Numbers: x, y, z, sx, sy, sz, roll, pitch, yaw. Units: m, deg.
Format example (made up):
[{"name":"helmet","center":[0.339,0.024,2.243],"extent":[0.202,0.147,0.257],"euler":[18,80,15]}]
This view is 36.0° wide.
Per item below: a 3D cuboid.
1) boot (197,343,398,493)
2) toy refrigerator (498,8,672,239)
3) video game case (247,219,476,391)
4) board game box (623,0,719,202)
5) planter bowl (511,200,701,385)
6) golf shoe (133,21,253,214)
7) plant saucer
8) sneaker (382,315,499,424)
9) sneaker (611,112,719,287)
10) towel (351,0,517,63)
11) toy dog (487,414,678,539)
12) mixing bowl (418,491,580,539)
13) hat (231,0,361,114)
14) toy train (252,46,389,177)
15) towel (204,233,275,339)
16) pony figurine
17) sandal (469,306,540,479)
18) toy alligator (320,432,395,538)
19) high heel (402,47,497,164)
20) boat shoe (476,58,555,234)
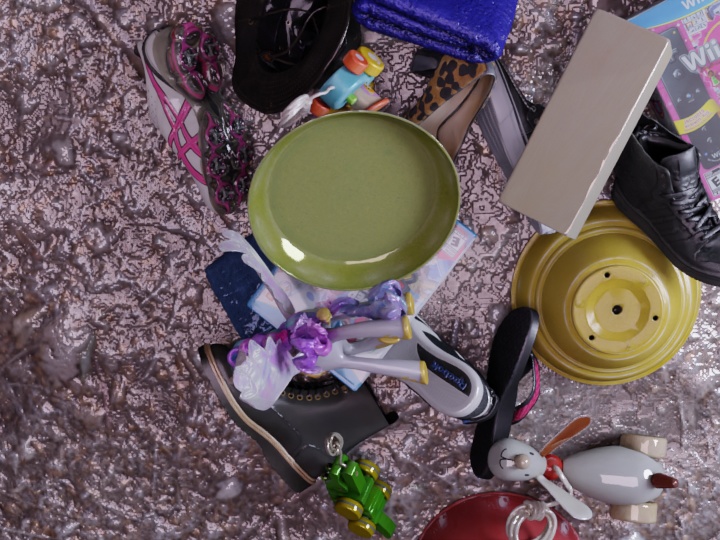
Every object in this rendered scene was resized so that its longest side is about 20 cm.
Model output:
[{"name":"boot","center":[-0.066,0.125,1.179],"extent":[0.138,0.077,0.200],"euler":[-34,117,5]},{"name":"toy refrigerator","center":[0.214,-0.135,1.049],"extent":[0.076,0.070,0.200],"euler":[28,97,17]},{"name":"video game case","center":[0.000,0.000,1.112],"extent":[0.143,0.018,0.200],"euler":[38,98,3]},{"name":"board game box","center":[0.364,-0.190,1.097],"extent":[0.147,0.064,0.200],"euler":[-27,97,8]},{"name":"planter bowl","center":[0.257,0.032,1.136],"extent":[0.200,0.083,0.201],"euler":[1,101,4]},{"name":"golf shoe","center":[-0.172,-0.154,1.145],"extent":[0.092,0.073,0.200],"euler":[-2,110,38]},{"name":"plant saucer","center":[-0.007,-0.069,1.043],"extent":[0.200,0.031,0.200],"euler":[-3,127,-4]},{"name":"sneaker","center":[0.060,0.094,1.169],"extent":[0.073,0.112,0.200],"euler":[-47,60,1]},{"name":"sneaker","center":[0.306,-0.077,1.080],"extent":[0.060,0.104,0.200],"euler":[-29,58,-25]},{"name":"towel","center":[0.084,-0.293,1.044],"extent":[0.148,0.050,0.200],"euler":[17,58,1]},{"name":"toy dog","center":[0.241,0.210,1.132],"extent":[0.200,0.096,0.132],"euler":[-12,86,-18]},{"name":"mixing bowl","center":[0.153,0.351,1.192],"extent":[0.200,0.108,0.200],"euler":[1,100,3]},{"name":"hat","center":[-0.046,-0.243,1.096],"extent":[0.081,0.201,0.201],"euler":[13,105,-40]},{"name":"toy train","center":[-0.032,-0.137,1.082],"extent":[0.056,0.200,0.150],"euler":[45,76,1]},{"name":"towel","center":[-0.061,-0.009,1.157],"extent":[0.200,0.049,0.112],"euler":[-33,81,10]},{"name":"pony figurine","center":[-0.049,0.062,1.032],"extent":[0.200,0.193,0.167],"euler":[-7,60,9]},{"name":"sandal","center":[0.160,0.129,1.171],"extent":[0.045,0.075,0.200],"euler":[7,110,-12]},{"name":"toy alligator","center":[-0.016,0.227,1.180],"extent":[0.054,0.059,0.200],"euler":[5,142,31]},{"name":"high heel","center":[0.081,-0.121,1.085],"extent":[0.071,0.143,0.200],"euler":[1,100,-23]},{"name":"boat shoe","center":[0.171,-0.137,1.124],"extent":[0.071,0.072,0.200],"euler":[-27,104,-6]}]
